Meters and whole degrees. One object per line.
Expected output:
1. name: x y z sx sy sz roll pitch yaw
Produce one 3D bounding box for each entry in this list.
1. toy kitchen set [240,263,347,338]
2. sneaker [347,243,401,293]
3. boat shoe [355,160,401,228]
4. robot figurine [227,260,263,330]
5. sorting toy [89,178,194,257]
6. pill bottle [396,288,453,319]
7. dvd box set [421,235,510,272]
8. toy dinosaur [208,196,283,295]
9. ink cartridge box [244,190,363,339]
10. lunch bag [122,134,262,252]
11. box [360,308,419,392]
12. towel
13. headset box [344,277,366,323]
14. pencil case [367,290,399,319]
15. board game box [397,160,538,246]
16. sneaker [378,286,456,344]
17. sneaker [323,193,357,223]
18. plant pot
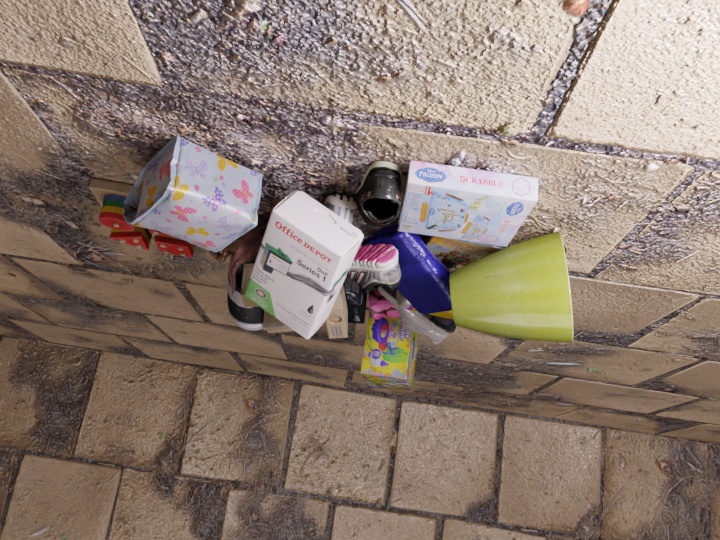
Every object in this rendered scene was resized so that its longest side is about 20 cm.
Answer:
1. toy kitchen set: -0.131 0.095 1.421 0.195 0.166 0.182 -4 141 4
2. sneaker: 0.000 0.000 1.322 0.197 0.074 0.089 3 128 41
3. boat shoe: 0.028 -0.108 1.146 0.072 0.064 0.202 7 164 -3
4. robot figurine: -0.243 0.048 1.600 0.122 0.152 0.202 6 138 -5
5. sorting toy: -0.422 -0.094 1.386 0.194 0.071 0.200 10 162 -3
6. pill bottle: 0.181 0.047 1.473 0.196 0.106 0.104 12 162 -11
7. dvd box set: 0.185 -0.037 1.337 0.143 0.030 0.200 12 162 -9
8. toy dinosaur: -0.190 -0.059 1.230 0.085 0.203 0.134 35 162 -32
9. ink cartridge box: -0.099 -0.009 1.177 0.145 0.084 0.202 32 129 9
10. lunch bag: -0.285 -0.116 1.165 0.168 0.130 0.199 20 148 -33
11. box: 0.083 0.194 1.809 0.119 0.204 0.193 6 162 10
12. towel: 0.105 -0.004 1.330 0.201 0.050 0.147 49 151 -19
13. headset box: -0.087 0.051 1.622 0.195 0.095 0.175 5 162 4
14. pencil case: 0.112 0.076 1.628 0.196 0.093 0.093 -3 -166 27
15. board game box: 0.165 -0.103 1.125 0.195 0.042 0.200 9 162 0
16. sneaker: 0.114 0.093 1.540 0.199 0.074 0.088 39 136 12
17. sneaker: -0.056 -0.052 1.264 0.073 0.118 0.200 10 162 -5
18. plant pot: 0.259 0.039 1.220 0.196 0.191 0.187 -6 159 12
